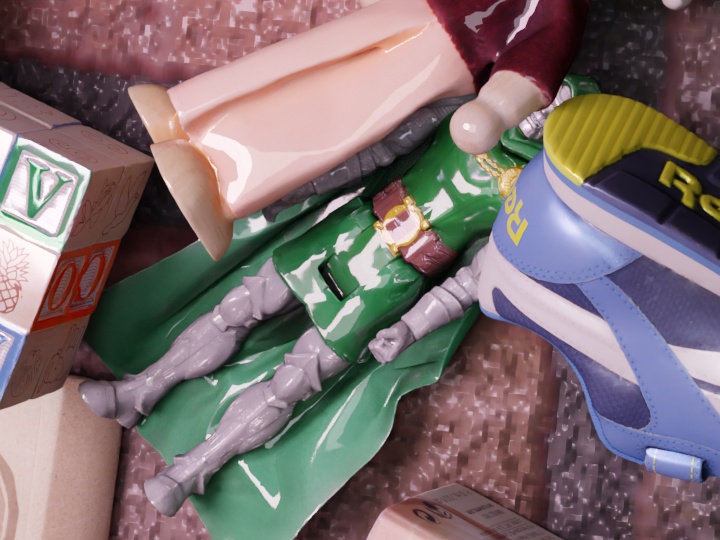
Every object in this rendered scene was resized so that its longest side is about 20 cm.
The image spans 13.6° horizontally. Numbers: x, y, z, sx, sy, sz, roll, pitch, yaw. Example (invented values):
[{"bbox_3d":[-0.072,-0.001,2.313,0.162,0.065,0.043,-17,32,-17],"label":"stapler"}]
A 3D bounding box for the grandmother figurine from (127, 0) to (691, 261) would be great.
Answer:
[{"bbox_3d":[0.028,-0.075,0.952,0.199,0.061,0.121,-29,43,2],"label":"grandmother figurine"}]

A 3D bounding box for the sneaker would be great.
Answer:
[{"bbox_3d":[0.123,0.032,0.940,0.200,0.074,0.082,39,123,2],"label":"sneaker"}]

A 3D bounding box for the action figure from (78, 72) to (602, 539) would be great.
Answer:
[{"bbox_3d":[0.000,0.000,0.993,0.200,0.055,0.118,-40,78,13],"label":"action figure"}]

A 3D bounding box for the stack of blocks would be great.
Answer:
[{"bbox_3d":[-0.173,-0.051,1.001,0.199,0.059,0.116,26,103,13],"label":"stack of blocks"}]

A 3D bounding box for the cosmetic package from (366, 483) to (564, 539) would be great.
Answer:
[{"bbox_3d":[0.083,0.159,0.953,0.199,0.087,0.104,26,100,16],"label":"cosmetic package"}]

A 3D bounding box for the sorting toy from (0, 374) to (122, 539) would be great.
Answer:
[{"bbox_3d":[-0.191,0.114,1.057,0.199,0.036,0.186,8,96,1],"label":"sorting toy"}]
